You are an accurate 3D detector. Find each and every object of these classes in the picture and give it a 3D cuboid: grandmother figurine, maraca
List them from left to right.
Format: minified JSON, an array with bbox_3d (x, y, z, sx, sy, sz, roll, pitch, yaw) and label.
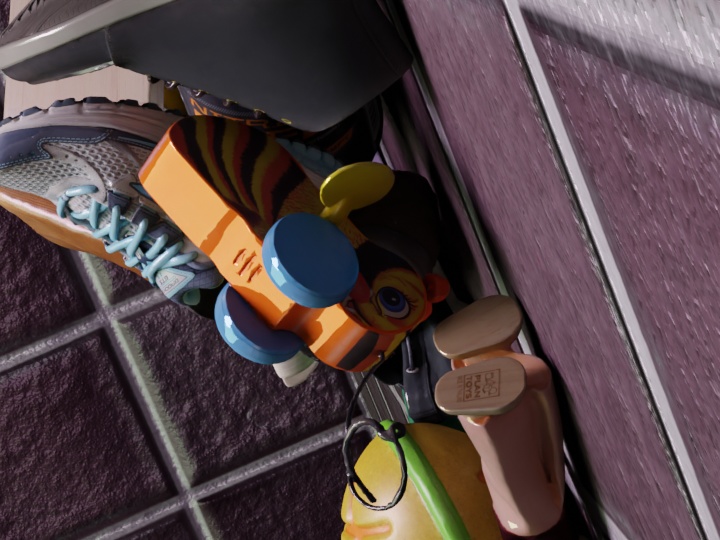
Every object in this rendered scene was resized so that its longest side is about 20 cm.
[{"bbox_3d":[0.052,0.166,1.191,0.137,0.107,0.201,-122,9,-53],"label":"maraca"},{"bbox_3d":[0.085,0.112,1.065,0.200,0.060,0.122,66,-155,-43],"label":"grandmother figurine"}]

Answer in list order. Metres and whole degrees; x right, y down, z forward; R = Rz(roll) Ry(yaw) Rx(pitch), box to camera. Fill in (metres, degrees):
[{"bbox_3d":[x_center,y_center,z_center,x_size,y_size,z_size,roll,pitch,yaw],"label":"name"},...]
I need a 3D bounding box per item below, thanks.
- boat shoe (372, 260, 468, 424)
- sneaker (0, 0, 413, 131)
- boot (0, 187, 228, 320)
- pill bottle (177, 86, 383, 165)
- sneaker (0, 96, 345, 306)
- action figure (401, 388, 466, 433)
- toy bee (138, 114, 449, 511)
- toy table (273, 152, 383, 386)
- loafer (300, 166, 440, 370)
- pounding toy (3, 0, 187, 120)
[{"bbox_3d":[0.033,0.043,1.268,0.199,0.066,0.075,-120,7,-65],"label":"boat shoe"},{"bbox_3d":[-0.079,-0.101,1.027,0.106,0.199,0.075,56,-142,-27],"label":"sneaker"},{"bbox_3d":[-0.142,-0.030,1.324,0.199,0.069,0.188,21,180,31],"label":"boot"},{"bbox_3d":[-0.051,-0.121,1.149,0.200,0.106,0.107,73,173,-63],"label":"pill bottle"},{"bbox_3d":[-0.097,-0.031,1.092,0.078,0.199,0.087,153,122,-61],"label":"sneaker"},{"bbox_3d":[0.058,0.108,1.369,0.118,0.054,0.201,55,-164,-54],"label":"action figure"},{"bbox_3d":[-0.017,0.010,1.046,0.131,0.108,0.201,-20,91,45],"label":"toy bee"},{"bbox_3d":[-0.029,-0.014,1.459,0.184,0.117,0.201,-119,6,-61],"label":"toy table"},{"bbox_3d":[0.000,0.000,1.217,0.073,0.071,0.200,31,155,-13],"label":"loafer"},{"bbox_3d":[-0.102,-0.123,1.311,0.184,0.142,0.201,16,-106,-64],"label":"pounding toy"}]
